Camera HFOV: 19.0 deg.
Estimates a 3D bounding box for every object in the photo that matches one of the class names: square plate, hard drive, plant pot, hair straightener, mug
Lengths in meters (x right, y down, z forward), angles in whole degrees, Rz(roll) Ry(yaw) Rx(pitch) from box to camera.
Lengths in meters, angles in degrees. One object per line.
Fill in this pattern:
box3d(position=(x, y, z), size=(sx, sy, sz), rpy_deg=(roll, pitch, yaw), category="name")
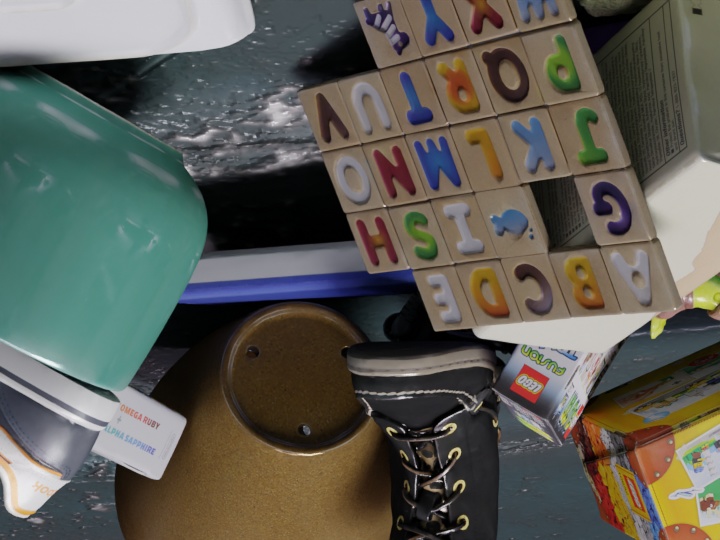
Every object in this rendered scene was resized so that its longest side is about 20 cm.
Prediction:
box3d(position=(-0.153, -0.136, 0.926), size=(0.198, 0.028, 0.200), rpy_deg=(-5, 156, 2), category="square plate")
box3d(position=(0.000, 0.000, 1.191), size=(0.200, 0.025, 0.132), rpy_deg=(-4, 177, 18), category="hard drive")
box3d(position=(-0.049, 0.098, 1.287), size=(0.186, 0.187, 0.200), rpy_deg=(1, 155, -9), category="plant pot")
box3d(position=(0.061, 0.029, 1.254), size=(0.077, 0.041, 0.200), rpy_deg=(1, 172, 10), category="hair straightener")
box3d(position=(-0.156, -0.032, 1.041), size=(0.152, 0.115, 0.185), rpy_deg=(29, -179, -28), category="mug")

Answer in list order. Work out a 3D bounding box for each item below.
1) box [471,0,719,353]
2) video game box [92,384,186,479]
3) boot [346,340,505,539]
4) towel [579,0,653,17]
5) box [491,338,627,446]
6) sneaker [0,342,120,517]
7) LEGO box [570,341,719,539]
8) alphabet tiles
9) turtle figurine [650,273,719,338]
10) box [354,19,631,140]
box3d(position=(0.128, -0.042, 1.001), size=(0.078, 0.095, 0.200), rpy_deg=(9, 154, -24), category="box")
box3d(position=(-0.220, 0.041, 1.183), size=(0.200, 0.047, 0.182), rpy_deg=(22, 174, 28), category="video game box")
box3d(position=(0.037, 0.116, 1.174), size=(0.073, 0.151, 0.200), rpy_deg=(1, 173, 12), category="boot")
box3d(position=(0.138, -0.165, 0.883), size=(0.148, 0.037, 0.200), rpy_deg=(-8, 156, 14), category="towel")
box3d(position=(0.122, 0.038, 1.209), size=(0.035, 0.110, 0.200), rpy_deg=(31, 176, 11), category="box")
box3d(position=(-0.218, 0.043, 1.025), size=(0.200, 0.079, 0.078), rpy_deg=(31, -178, 11), category="sneaker")
box3d(position=(0.241, 0.089, 1.285), size=(0.200, 0.077, 0.149), rpy_deg=(-23, -172, -8), category="LEGO box")
box3d(position=(0.048, -0.052, 0.991), size=(0.008, 0.167, 0.200), rpy_deg=(-30, -166, -36), category="alphabet tiles")
box3d(position=(0.242, 0.014, 1.189), size=(0.161, 0.200, 0.064), rpy_deg=(4, 126, 9), category="turtle figurine")
box3d(position=(0.111, -0.073, 1.089), size=(0.200, 0.039, 0.137), rpy_deg=(-9, 156, 14), category="box")
